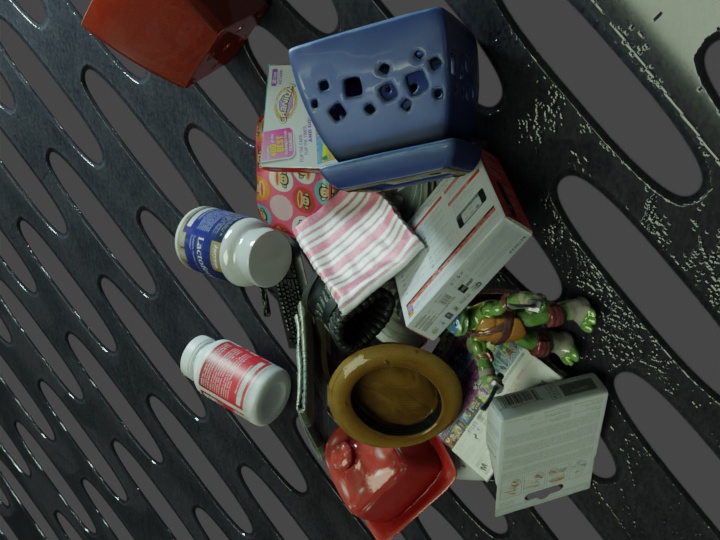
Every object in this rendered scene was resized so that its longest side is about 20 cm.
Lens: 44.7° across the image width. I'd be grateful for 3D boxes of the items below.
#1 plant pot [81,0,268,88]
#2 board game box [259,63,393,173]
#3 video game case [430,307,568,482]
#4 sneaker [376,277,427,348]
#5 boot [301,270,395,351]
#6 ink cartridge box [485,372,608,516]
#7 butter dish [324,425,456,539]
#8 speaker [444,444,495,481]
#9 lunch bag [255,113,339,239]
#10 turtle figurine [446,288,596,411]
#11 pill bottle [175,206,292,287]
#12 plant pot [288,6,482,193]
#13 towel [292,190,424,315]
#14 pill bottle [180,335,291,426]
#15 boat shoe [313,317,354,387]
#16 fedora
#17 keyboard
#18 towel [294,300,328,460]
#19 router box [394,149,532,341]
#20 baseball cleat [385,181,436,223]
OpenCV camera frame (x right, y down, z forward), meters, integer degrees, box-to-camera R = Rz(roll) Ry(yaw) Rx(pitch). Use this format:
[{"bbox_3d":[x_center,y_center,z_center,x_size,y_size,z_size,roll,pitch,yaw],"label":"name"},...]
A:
[{"bbox_3d":[-0.258,-0.398,1.308,0.176,0.200,0.200,45,133,-3],"label":"plant pot"},{"bbox_3d":[-0.042,-0.215,1.242,0.198,0.040,0.155,5,88,22],"label":"board game box"},{"bbox_3d":[0.176,0.174,1.283,0.181,0.036,0.201,39,110,23],"label":"video game case"},{"bbox_3d":[0.035,0.036,1.358,0.200,0.076,0.092,44,127,12],"label":"sneaker"},{"bbox_3d":[0.002,0.001,1.258,0.213,0.079,0.158,-66,27,4],"label":"boot"},{"bbox_3d":[0.256,0.246,1.234,0.057,0.161,0.202,-116,19,-47],"label":"ink cartridge box"},{"bbox_3d":[0.015,0.290,1.355,0.200,0.147,0.201,-47,52,24],"label":"butter dish"},{"bbox_3d":[0.132,0.292,1.399,0.199,0.081,0.082,-10,105,41],"label":"speaker"},{"bbox_3d":[-0.076,-0.144,1.350,0.175,0.082,0.202,22,123,29],"label":"lunch bag"},{"bbox_3d":[0.216,0.097,1.140,0.200,0.192,0.146,-165,76,-68],"label":"turtle figurine"},{"bbox_3d":[-0.213,-0.038,1.474,0.199,0.115,0.117,15,121,43],"label":"pill bottle"},{"bbox_3d":[0.046,-0.197,1.085,0.198,0.200,0.182,-10,90,19],"label":"plant pot"},{"bbox_3d":[-0.009,-0.045,1.223,0.146,0.030,0.200,-42,44,7],"label":"towel"},{"bbox_3d":[-0.236,0.198,1.630,0.199,0.112,0.113,24,125,28],"label":"pill bottle"},{"bbox_3d":[-0.028,0.122,1.450,0.065,0.072,0.203,0,114,29],"label":"boat shoe"},{"bbox_3d":[0.048,0.166,1.262,0.198,0.082,0.203,-1,123,-2],"label":"fedora"},{"bbox_3d":[-0.138,0.044,1.537,0.126,0.021,0.202,3,112,38],"label":"keyboard"},{"bbox_3d":[-0.083,0.178,1.417,0.034,0.202,0.193,-6,146,6],"label":"towel"},{"bbox_3d":[0.123,-0.040,1.151,0.049,0.180,0.200,26,120,-25],"label":"router box"},{"bbox_3d":[0.068,-0.142,1.242,0.106,0.070,0.202,21,122,30],"label":"baseball cleat"}]
